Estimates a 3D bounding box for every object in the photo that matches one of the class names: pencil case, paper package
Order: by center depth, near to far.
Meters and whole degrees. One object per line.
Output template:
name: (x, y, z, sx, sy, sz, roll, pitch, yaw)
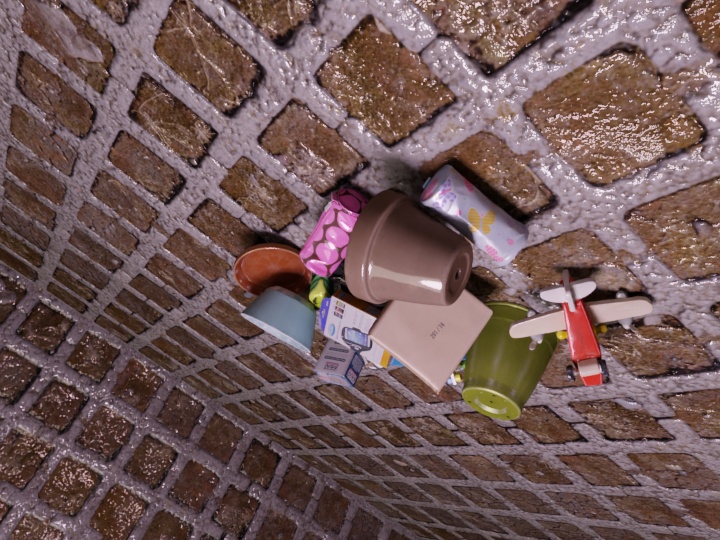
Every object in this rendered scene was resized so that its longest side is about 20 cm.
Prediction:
pencil case: (0.198, -0.095, 1.045, 0.199, 0.084, 0.091, 36, -168, -14)
pencil case: (-0.056, -0.075, 1.225, 0.092, 0.092, 0.201, 3, 137, -33)
paper package: (0.139, 0.110, 1.245, 0.190, 0.201, 0.103, 37, 175, 0)

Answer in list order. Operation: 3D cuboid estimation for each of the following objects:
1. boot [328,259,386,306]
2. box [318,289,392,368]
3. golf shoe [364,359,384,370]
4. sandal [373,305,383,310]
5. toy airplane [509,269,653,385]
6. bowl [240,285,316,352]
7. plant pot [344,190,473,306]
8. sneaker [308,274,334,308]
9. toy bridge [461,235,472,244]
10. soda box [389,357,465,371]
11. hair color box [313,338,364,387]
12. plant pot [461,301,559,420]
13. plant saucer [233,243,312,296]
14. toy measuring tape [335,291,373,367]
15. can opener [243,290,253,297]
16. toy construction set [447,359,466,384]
boot: (-0.002, 0.002, 1.358, 0.209, 0.080, 0.158, 1, 141, 39)
box: (-0.005, 0.130, 1.406, 0.198, 0.041, 0.121, 27, 125, 18)
golf shoe: (0.012, 0.223, 1.688, 0.198, 0.078, 0.095, -3, 138, 40)
sandal: (0.061, 0.120, 1.513, 0.054, 0.082, 0.200, 29, 166, 45)
toy airplane: (0.407, 0.092, 1.130, 0.198, 0.141, 0.201, 31, 113, 12)
bowl: (-0.189, 0.112, 1.511, 0.198, 0.106, 0.201, 26, 167, 7)
plant pot: (0.094, -0.018, 1.043, 0.173, 0.201, 0.202, 22, 151, 29)
sneaker: (-0.092, 0.051, 1.521, 0.073, 0.085, 0.200, 9, 168, -4)
toy bridge: (0.136, -0.072, 1.185, 0.197, 0.027, 0.068, 9, 146, 31)
soda box: (0.158, 0.193, 1.467, 0.196, 0.069, 0.065, 5, 145, -1)
hair color box: (-0.030, 0.192, 1.549, 0.099, 0.202, 0.061, 4, 143, 35)
plant pot: (0.306, 0.205, 1.301, 0.198, 0.195, 0.202, 20, 149, 13)
plant saucer: (-0.219, -0.001, 1.515, 0.196, 0.033, 0.202, -2, 141, -2)
toy measuring tape: (-0.003, 0.135, 1.480, 0.073, 0.073, 0.202, -21, 99, 53)
can opener: (-0.256, 0.027, 1.628, 0.052, 0.067, 0.200, 34, 144, -14)
toy construction set: (0.191, 0.154, 1.359, 0.091, 0.204, 0.131, -1, 180, 28)
